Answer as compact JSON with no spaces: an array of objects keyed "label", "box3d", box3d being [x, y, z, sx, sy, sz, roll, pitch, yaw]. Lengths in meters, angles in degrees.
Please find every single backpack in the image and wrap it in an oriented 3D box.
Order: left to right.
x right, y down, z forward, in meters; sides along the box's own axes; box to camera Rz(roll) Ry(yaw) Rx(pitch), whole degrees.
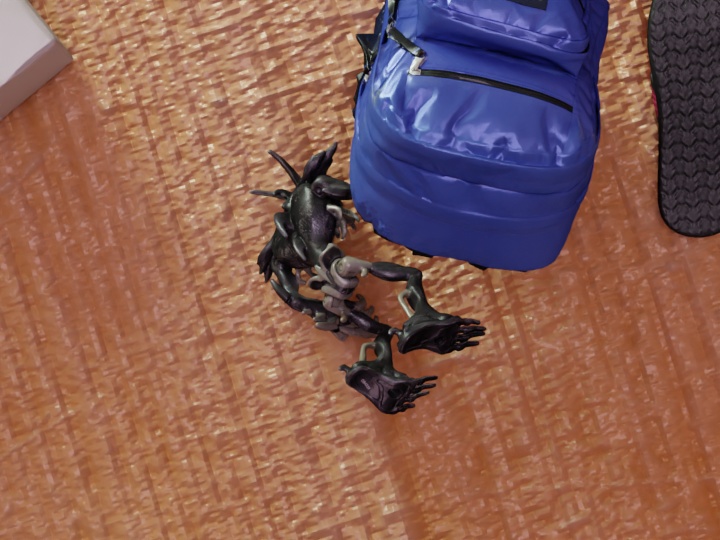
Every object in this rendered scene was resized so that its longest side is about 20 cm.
[{"label":"backpack","box3d":[0.070,-0.113,0.885,0.160,0.169,0.202,10,48,4]}]

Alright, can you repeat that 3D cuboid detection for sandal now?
[{"label":"sandal","box3d":[0.231,-0.125,0.986,0.074,0.045,0.203,2,103,5]}]

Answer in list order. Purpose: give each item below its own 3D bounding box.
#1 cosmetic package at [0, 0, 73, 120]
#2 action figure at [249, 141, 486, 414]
[{"label":"cosmetic package","box3d":[-0.298,-0.195,0.966,0.101,0.071,0.201,-38,89,-1]},{"label":"action figure","box3d":[0.000,0.000,0.948,0.119,0.101,0.201,-55,47,25]}]
